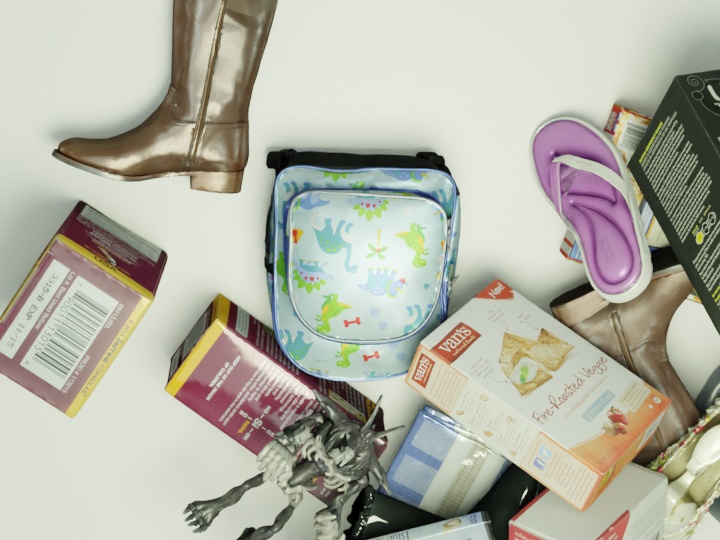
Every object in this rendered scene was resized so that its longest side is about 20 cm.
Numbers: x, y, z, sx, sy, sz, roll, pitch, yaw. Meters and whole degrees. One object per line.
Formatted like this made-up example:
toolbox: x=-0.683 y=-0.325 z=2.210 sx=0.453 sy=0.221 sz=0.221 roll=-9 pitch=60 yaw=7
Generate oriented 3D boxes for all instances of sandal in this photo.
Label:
sandal: x=0.208 y=-0.065 z=1.612 sx=0.082 sy=0.050 sz=0.203 roll=-36 pitch=57 yaw=18

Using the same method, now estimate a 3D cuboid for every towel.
towel: x=0.113 y=0.229 z=1.671 sx=0.199 sy=0.024 sz=0.147 roll=27 pitch=101 yaw=-5

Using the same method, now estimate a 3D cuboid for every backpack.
backpack: x=0.000 y=0.000 z=1.624 sx=0.182 sy=0.147 sz=0.201 roll=2 pitch=105 yaw=0

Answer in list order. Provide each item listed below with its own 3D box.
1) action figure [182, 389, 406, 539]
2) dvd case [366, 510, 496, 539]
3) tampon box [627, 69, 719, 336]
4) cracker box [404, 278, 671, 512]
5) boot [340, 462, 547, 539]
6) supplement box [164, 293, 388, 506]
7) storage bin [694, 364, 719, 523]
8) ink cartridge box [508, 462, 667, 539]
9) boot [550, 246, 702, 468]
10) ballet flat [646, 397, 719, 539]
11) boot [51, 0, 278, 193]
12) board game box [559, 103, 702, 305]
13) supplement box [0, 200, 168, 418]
action figure: x=-0.051 y=0.190 z=1.570 sx=0.200 sy=0.102 sz=0.119 roll=-36 pitch=102 yaw=13
dvd case: x=0.034 y=0.292 z=1.587 sx=0.199 sy=0.018 sz=0.143 roll=-15 pitch=125 yaw=5
tampon box: x=0.352 y=-0.064 z=1.539 sx=0.149 sy=0.126 sz=0.201 roll=-9 pitch=58 yaw=-22
cracker box: x=0.158 y=0.107 z=1.582 sx=0.200 sy=0.134 sz=0.058 roll=35 pitch=132 yaw=17
boot: x=0.072 y=0.235 z=1.624 sx=0.162 sy=0.073 sz=0.199 roll=19 pitch=108 yaw=-6
supplement box: x=-0.077 y=0.122 z=1.661 sx=0.200 sy=0.110 sz=0.086 roll=36 pitch=98 yaw=-9
storage bin: x=0.404 y=0.180 z=1.666 sx=0.134 sy=0.200 sz=0.146 roll=26 pitch=99 yaw=-19
ink cartridge box: x=0.200 y=0.285 z=1.593 sx=0.083 sy=0.147 sz=0.201 roll=20 pitch=124 yaw=33
boot: x=0.293 y=0.087 z=1.647 sx=0.186 sy=0.064 sz=0.201 roll=-22 pitch=102 yaw=19
ballet flat: x=0.298 y=0.183 z=1.610 sx=0.076 sy=0.064 sz=0.200 roll=39 pitch=110 yaw=19
boot: x=-0.178 y=-0.180 z=1.620 sx=0.185 sy=0.064 sz=0.201 roll=6 pitch=104 yaw=-18
board game box: x=0.308 y=-0.052 z=1.681 sx=0.199 sy=0.046 sz=0.152 roll=19 pitch=99 yaw=-7
supplement box: x=-0.253 y=0.029 z=1.587 sx=0.103 sy=0.200 sz=0.131 roll=33 pitch=97 yaw=-8
